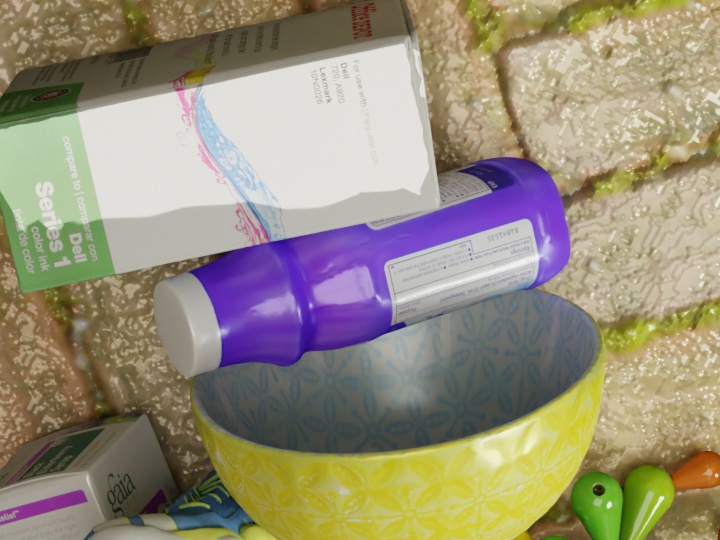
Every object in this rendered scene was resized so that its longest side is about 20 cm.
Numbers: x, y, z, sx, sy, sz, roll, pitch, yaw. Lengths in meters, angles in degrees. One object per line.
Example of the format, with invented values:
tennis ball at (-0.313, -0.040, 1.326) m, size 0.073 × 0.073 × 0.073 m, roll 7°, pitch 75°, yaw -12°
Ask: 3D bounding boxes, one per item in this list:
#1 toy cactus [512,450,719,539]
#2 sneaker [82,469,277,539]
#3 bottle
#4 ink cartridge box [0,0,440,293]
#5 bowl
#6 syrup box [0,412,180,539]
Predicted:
toy cactus at (0.140, 0.180, 1.282) m, size 0.198 × 0.102 × 0.166 m, roll -14°, pitch 113°, yaw -6°
sneaker at (-0.076, 0.134, 1.229) m, size 0.076 × 0.105 × 0.199 m, roll -44°, pitch 140°, yaw 18°
bottle at (0.000, 0.000, 1.200) m, size 0.199 × 0.083 × 0.066 m, roll -18°, pitch 100°, yaw -24°
ink cartridge box at (-0.066, -0.063, 1.186) m, size 0.198 × 0.145 × 0.085 m, roll -11°, pitch 104°, yaw 2°
bowl at (0.024, 0.091, 1.203) m, size 0.198 × 0.200 × 0.109 m, roll -8°, pitch 111°, yaw 1°
syrup box at (-0.119, 0.182, 1.269) m, size 0.081 × 0.079 × 0.201 m, roll -15°, pitch 104°, yaw 21°
